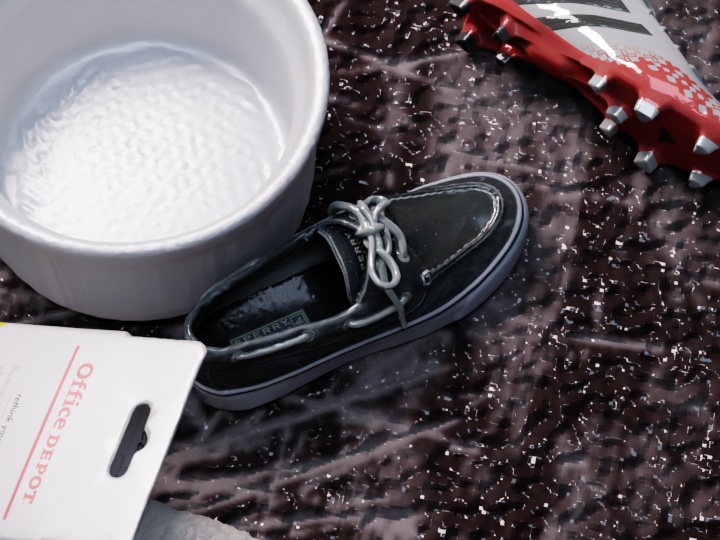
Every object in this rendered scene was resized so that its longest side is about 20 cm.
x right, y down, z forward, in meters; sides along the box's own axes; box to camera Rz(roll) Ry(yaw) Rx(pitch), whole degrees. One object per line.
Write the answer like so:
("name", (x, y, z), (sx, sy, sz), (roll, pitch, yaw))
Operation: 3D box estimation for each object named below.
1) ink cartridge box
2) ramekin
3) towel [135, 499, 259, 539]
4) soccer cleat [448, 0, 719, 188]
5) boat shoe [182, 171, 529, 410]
("ink cartridge box", (-0.164, 0.088, 1.005), (0.199, 0.068, 0.115), (4, 55, 24))
("ramekin", (-0.114, -0.072, 1.112), (0.200, 0.098, 0.201), (0, 61, 0))
("towel", (-0.147, 0.184, 1.010), (0.132, 0.035, 0.200), (23, 64, 11))
("soccer cleat", (0.138, -0.119, 1.156), (0.200, 0.069, 0.085), (34, 71, 22))
("boat shoe", (-0.002, -0.002, 1.090), (0.199, 0.068, 0.074), (-23, 64, -12))
